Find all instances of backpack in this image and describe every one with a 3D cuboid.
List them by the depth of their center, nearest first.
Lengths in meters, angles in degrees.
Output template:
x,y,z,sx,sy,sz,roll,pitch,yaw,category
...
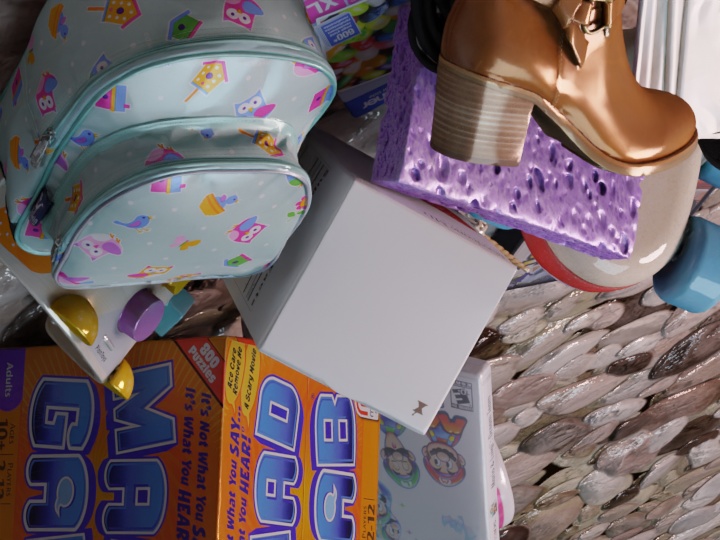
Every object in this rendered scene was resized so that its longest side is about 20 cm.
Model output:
x,y,z,sx,sy,sz,roll,pitch,yaw,category
-0.107,-0.086,1.376,0.175,0.154,0.201,-2,142,-26,backpack

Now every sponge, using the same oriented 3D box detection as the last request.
x,y,z,sx,sy,sz,roll,pitch,yaw,category
0.097,-0.083,1.490,0.199,0.112,0.030,17,166,-38,sponge

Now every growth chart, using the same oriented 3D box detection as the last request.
x,y,z,sx,sy,sz,roll,pitch,yaw,category
0.248,-0.142,1.501,0.199,0.018,0.146,2,108,-27,growth chart

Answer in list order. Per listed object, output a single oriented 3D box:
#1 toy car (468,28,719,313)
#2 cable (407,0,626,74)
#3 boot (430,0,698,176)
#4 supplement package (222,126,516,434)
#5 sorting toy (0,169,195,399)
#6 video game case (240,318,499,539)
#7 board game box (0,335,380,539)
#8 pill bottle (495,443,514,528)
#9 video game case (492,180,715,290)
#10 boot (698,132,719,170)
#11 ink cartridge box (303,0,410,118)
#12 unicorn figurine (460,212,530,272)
x,y,z,sx,sy,sz,roll,pitch,yaw,category
0.141,-0.062,1.662,0.183,0.178,0.200,22,163,-19,toy car
0.102,-0.182,1.427,0.200,0.051,0.164,-45,144,-16,cable
0.134,-0.137,1.385,0.199,0.074,0.156,-3,113,-40,boot
0.000,0.000,1.527,0.121,0.200,0.120,28,97,-16,supplement package
-0.134,-0.028,1.560,0.180,0.107,0.200,-43,158,-9,sorting toy
0.008,0.125,1.804,0.024,0.199,0.183,-47,141,-47,video game case
-0.121,0.160,1.702,0.199,0.202,0.199,-4,169,32,board game box
0.023,0.203,2.120,0.199,0.114,0.114,-20,155,-13,pill bottle
0.199,-0.055,1.888,0.180,0.026,0.200,-10,151,-32,video game case
0.284,-0.170,1.593,0.150,0.202,0.073,-10,-168,-42,boot
0.024,-0.160,1.494,0.119,0.042,0.200,-28,157,3,ink cartridge box
0.015,-0.032,1.714,0.198,0.074,0.137,-11,165,1,unicorn figurine
